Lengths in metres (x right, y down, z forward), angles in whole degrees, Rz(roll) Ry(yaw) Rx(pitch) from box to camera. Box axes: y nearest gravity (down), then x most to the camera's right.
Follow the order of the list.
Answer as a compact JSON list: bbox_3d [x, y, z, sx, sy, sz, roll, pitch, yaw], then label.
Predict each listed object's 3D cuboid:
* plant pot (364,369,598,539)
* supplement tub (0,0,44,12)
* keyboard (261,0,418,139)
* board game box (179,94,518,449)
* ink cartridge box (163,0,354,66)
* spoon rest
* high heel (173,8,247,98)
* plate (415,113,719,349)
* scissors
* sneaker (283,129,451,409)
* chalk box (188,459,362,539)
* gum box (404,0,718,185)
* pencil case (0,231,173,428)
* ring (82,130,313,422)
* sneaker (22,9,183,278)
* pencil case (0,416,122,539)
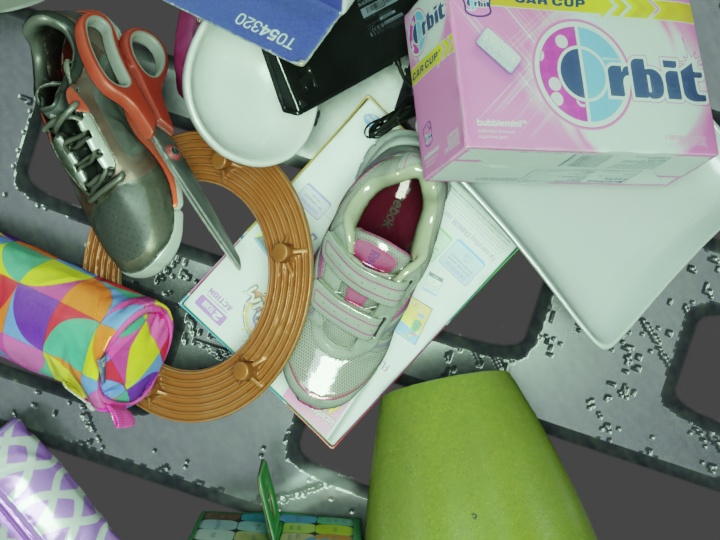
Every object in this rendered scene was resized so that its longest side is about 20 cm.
[{"bbox_3d":[0.076,0.176,1.044,0.185,0.187,0.202,-12,79,2],"label":"plant pot"},{"bbox_3d":[-0.280,-0.275,1.020,0.139,0.140,0.202,-9,94,1],"label":"supplement tub"},{"bbox_3d":[0.016,-0.153,1.027,0.199,0.021,0.128,-33,108,-36],"label":"keyboard"},{"bbox_3d":[-0.007,0.001,1.087,0.153,0.040,0.200,44,93,-2],"label":"board game box"},{"bbox_3d":[-0.063,-0.248,0.955,0.195,0.043,0.201,27,68,18],"label":"ink cartridge box"},{"bbox_3d":[-0.072,-0.166,0.987,0.099,0.060,0.202,4,77,-34],"label":"spoon rest"},{"bbox_3d":[-0.099,-0.221,1.076,0.067,0.096,0.202,4,78,-33],"label":"high heel"},{"bbox_3d":[0.155,-0.076,1.048,0.199,0.032,0.200,-42,93,-28],"label":"plate"},{"bbox_3d":[-0.137,-0.087,1.020,0.014,0.073,0.201,-36,65,36],"label":"scissors"},{"bbox_3d":[0.000,0.000,1.022,0.081,0.088,0.202,21,94,-1],"label":"sneaker"},{"bbox_3d":[-0.059,0.237,1.063,0.123,0.125,0.202,3,95,1],"label":"chalk box"},{"bbox_3d":[0.136,-0.120,0.998,0.198,0.066,0.115,0,75,-24],"label":"gum box"},{"bbox_3d":[-0.223,0.029,1.040,0.199,0.088,0.089,24,95,24],"label":"pencil case"},{"bbox_3d":[-0.119,0.003,1.050,0.199,0.019,0.203,-3,85,30],"label":"ring"},{"bbox_3d":[-0.187,-0.087,1.039,0.077,0.082,0.201,-29,75,25],"label":"sneaker"},{"bbox_3d":[-0.216,0.199,1.082,0.084,0.086,0.200,-40,92,13],"label":"pencil case"}]
